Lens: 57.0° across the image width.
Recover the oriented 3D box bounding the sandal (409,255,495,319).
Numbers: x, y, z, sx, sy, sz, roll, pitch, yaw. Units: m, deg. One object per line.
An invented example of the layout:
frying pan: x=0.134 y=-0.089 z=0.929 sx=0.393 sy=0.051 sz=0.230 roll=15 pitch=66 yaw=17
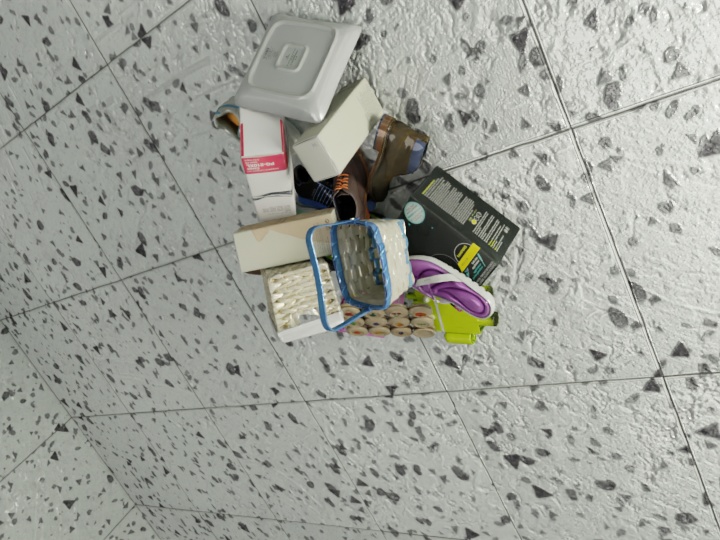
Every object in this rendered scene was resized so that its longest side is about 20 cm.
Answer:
sandal: x=0.147 y=0.031 z=1.195 sx=0.199 sy=0.050 sz=0.084 roll=23 pitch=132 yaw=24

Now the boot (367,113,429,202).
boot: x=0.070 y=-0.191 z=1.251 sx=0.095 sy=0.076 sz=0.202 roll=21 pitch=144 yaw=12

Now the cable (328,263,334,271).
cable: x=-0.077 y=-0.014 z=1.522 sx=0.197 sy=0.051 sz=0.098 roll=-21 pitch=113 yaw=32

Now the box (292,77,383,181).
box: x=-0.036 y=-0.254 z=1.189 sx=0.067 sy=0.201 sz=0.083 roll=-10 pitch=124 yaw=40

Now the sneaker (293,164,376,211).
sneaker: x=-0.059 y=-0.168 z=1.366 sx=0.196 sy=0.070 sz=0.079 roll=13 pitch=135 yaw=30

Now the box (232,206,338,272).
box: x=-0.137 y=-0.060 z=1.276 sx=0.194 sy=0.095 sz=0.080 roll=-11 pitch=102 yaw=5

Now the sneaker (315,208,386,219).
sneaker: x=-0.031 y=-0.092 z=1.392 sx=0.196 sy=0.083 sz=0.073 roll=9 pitch=126 yaw=30

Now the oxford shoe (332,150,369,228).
oxford shoe: x=-0.022 y=-0.164 z=1.288 sx=0.069 sy=0.072 sz=0.206 roll=-14 pitch=78 yaw=18

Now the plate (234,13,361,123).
plate: x=-0.119 y=-0.372 z=1.183 sx=0.196 sy=0.204 sz=0.032 roll=17 pitch=167 yaw=25

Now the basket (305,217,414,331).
basket: x=-0.005 y=-0.004 z=1.166 sx=0.137 sy=0.198 sz=0.181 roll=2 pitch=104 yaw=44

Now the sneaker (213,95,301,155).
sneaker: x=-0.212 y=-0.288 z=1.379 sx=0.196 sy=0.081 sz=0.078 roll=26 pitch=133 yaw=9

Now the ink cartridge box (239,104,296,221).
ink cartridge box: x=-0.176 y=-0.211 z=1.274 sx=0.082 sy=0.148 sz=0.202 roll=-6 pitch=150 yaw=-2

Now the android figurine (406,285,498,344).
android figurine: x=0.188 y=0.073 z=1.388 sx=0.196 sy=0.041 sz=0.186 roll=2 pitch=122 yaw=33

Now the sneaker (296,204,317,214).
sneaker: x=-0.169 y=-0.087 z=1.441 sx=0.199 sy=0.118 sz=0.075 roll=9 pitch=134 yaw=60

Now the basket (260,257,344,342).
basket: x=-0.119 y=0.043 z=1.284 sx=0.200 sy=0.132 sz=0.127 roll=-143 pitch=40 yaw=-74

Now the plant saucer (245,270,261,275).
plant saucer: x=-0.168 y=-0.030 z=1.462 sx=0.196 sy=0.199 sz=0.033 roll=3 pitch=108 yaw=33

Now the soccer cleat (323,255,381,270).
soccer cleat: x=0.000 y=0.000 z=1.431 sx=0.196 sy=0.068 sz=0.082 roll=22 pitch=139 yaw=0

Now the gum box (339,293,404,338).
gum box: x=0.021 y=0.073 z=1.416 sx=0.110 sy=0.068 sz=0.201 roll=9 pitch=153 yaw=-7

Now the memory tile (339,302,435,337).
memory tile: x=0.057 y=0.106 z=1.381 sx=0.194 sy=0.017 sz=0.154 roll=-1 pitch=153 yaw=9

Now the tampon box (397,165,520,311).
tampon box: x=0.166 y=-0.060 z=1.243 sx=0.198 sy=0.126 sz=0.151 roll=37 pitch=135 yaw=6
